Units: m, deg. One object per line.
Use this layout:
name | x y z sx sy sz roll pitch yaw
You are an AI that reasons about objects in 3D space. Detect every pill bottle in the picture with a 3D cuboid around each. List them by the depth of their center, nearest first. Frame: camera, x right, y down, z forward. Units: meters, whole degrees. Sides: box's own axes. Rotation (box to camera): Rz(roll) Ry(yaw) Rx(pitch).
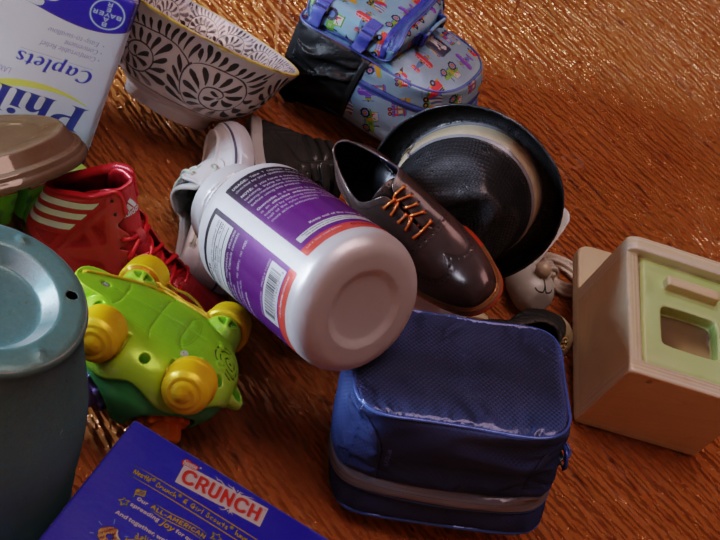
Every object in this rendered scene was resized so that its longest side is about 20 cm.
pill bottle | -0.052 -0.012 1.106 0.112 0.113 0.200 -5 27 -35

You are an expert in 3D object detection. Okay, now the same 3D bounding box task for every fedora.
fedora | 0.083 -0.049 1.287 0.200 0.201 0.092 30 41 2

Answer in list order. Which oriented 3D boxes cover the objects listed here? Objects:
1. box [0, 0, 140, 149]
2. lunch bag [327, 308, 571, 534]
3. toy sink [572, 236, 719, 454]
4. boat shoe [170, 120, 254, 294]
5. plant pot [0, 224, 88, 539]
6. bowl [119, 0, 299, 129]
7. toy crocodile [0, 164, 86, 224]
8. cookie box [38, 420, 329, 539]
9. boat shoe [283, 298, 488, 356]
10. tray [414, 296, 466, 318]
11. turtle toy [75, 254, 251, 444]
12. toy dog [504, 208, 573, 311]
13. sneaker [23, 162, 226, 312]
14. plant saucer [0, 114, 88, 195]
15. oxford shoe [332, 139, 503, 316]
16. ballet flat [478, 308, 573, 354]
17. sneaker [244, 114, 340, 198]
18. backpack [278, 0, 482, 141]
box | -0.296 -0.208 1.232 0.183 0.201 0.105 17 41 -14
lunch bag | 0.075 0.126 1.136 0.198 0.133 0.136 10 38 -4
toy sink | 0.281 0.048 1.335 0.129 0.112 0.201 18 52 -14
boat shoe | -0.136 -0.068 1.274 0.066 0.074 0.201 14 41 -20
plant pot | -0.268 0.076 0.939 0.199 0.189 0.201 16 39 -14
bowl | -0.167 -0.197 1.364 0.200 0.095 0.201 28 12 -7
toy crocodile | -0.302 -0.062 1.177 0.067 0.062 0.200 42 40 17
cookie box | -0.134 0.222 0.947 0.170 0.075 0.200 31 38 4
boat shoe | 0.022 0.036 1.257 0.199 0.072 0.065 5 44 -25
tray | 0.000 0.000 1.223 0.199 0.022 0.108 21 44 5
turtle toy | -0.180 0.060 1.078 0.199 0.101 0.146 29 23 -1
toy dog | 0.153 -0.060 1.425 0.131 0.097 0.200 -18 57 -42
sneaker | -0.178 -0.011 1.151 0.199 0.116 0.079 23 38 -7
plant saucer | -0.319 -0.091 1.139 0.198 0.030 0.200 -5 20 2
oxford shoe | 0.039 -0.036 1.188 0.200 0.071 0.073 43 -2 32
ballet flat | 0.143 0.072 1.271 0.056 0.067 0.199 14 10 33
sneaker | -0.060 -0.073 1.328 0.098 0.071 0.201 11 37 -14
backpack | 0.039 -0.216 1.492 0.199 0.135 0.183 32 37 12
